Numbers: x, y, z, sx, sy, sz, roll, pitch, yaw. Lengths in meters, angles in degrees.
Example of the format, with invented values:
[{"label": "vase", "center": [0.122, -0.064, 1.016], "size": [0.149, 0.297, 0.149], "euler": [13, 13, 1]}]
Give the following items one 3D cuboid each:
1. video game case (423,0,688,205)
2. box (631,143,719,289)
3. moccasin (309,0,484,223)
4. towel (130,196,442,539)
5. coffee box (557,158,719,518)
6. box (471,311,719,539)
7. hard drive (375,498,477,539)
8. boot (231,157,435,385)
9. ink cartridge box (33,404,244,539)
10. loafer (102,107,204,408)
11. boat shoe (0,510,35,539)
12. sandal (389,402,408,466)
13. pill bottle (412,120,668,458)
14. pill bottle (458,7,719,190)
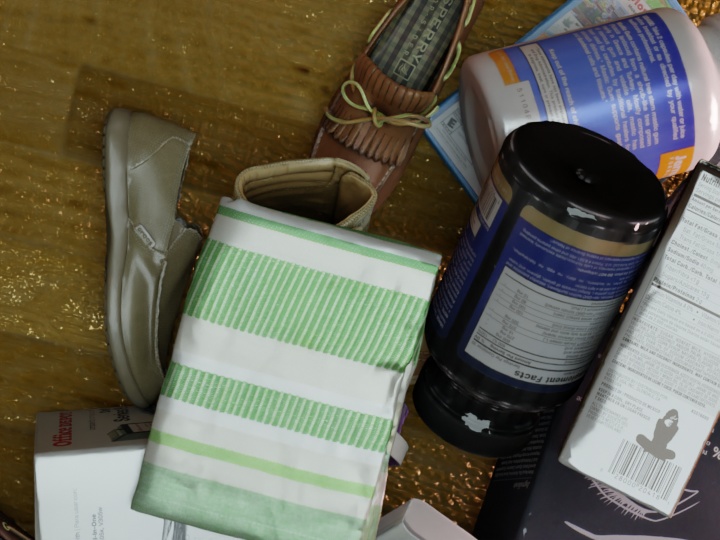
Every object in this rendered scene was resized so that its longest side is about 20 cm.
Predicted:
[{"label": "video game case", "center": [0.158, -0.109, 1.319], "size": [0.199, 0.018, 0.144], "euler": [-38, 99, -4]}, {"label": "box", "center": [0.290, 0.011, 1.276], "size": [0.200, 0.051, 0.158], "euler": [42, 53, 4]}, {"label": "moccasin", "center": [0.023, -0.120, 1.258], "size": [0.073, 0.078, 0.202], "euler": [35, 89, 6]}, {"label": "towel", "center": [-0.043, 0.068, 1.148], "size": [0.151, 0.023, 0.202], "euler": [15, 94, -3]}, {"label": "coffee box", "center": [0.198, 0.043, 1.161], "size": [0.079, 0.114, 0.202], "euler": [26, 89, 6]}, {"label": "box", "center": [0.175, 0.143, 1.280], "size": [0.147, 0.104, 0.202], "euler": [24, 78, -11]}, {"label": "hard drive", "center": [0.035, 0.226, 1.249], "size": [0.131, 0.200, 0.027], "euler": [36, 53, -10]}, {"label": "boot", "center": [0.000, 0.000, 1.234], "size": [0.198, 0.156, 0.073], "euler": [13, 54, -7]}, {"label": "ink cartridge box", "center": [-0.116, 0.138, 1.231], "size": [0.198, 0.146, 0.085], "euler": [-4, 97, -9]}, {"label": "loafer", "center": [-0.137, -0.008, 1.250], "size": [0.067, 0.076, 0.202], "euler": [-3, 96, -3]}, {"label": "boat shoe", "center": [-0.239, 0.209, 1.258], "size": [0.200, 0.070, 0.071], "euler": [41, 87, -12]}, {"label": "sandal", "center": [0.011, 0.100, 1.239], "size": [0.049, 0.083, 0.204], "euler": [-7, 140, -14]}, {"label": "pill bottle", "center": [0.106, 0.016, 1.185], "size": [0.111, 0.112, 0.201], "euler": [17, 122, -10]}, {"label": "pill bottle", "center": [0.174, -0.112, 1.254], "size": [0.198, 0.112, 0.113], "euler": [-14, 98, -7]}]
